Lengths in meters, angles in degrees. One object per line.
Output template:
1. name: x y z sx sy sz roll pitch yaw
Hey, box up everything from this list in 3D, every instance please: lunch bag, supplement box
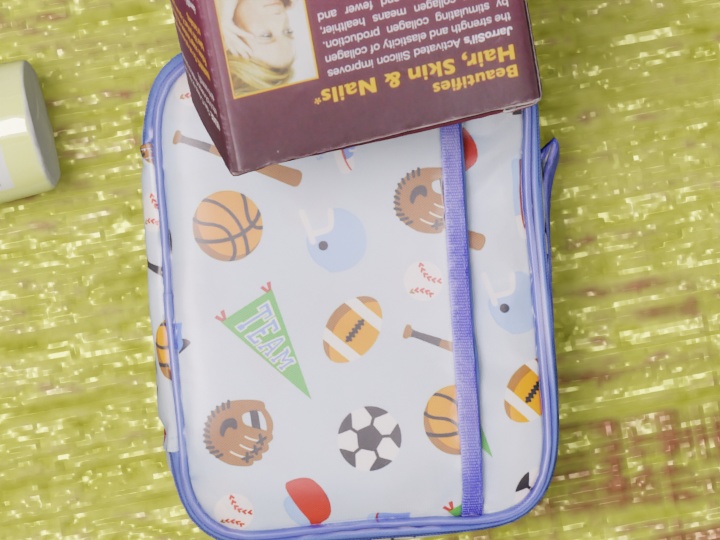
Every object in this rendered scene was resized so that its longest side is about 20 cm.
1. lunch bag: 0.000 0.000 0.940 0.159 0.076 0.201 -3 91 -4
2. supplement box: -0.017 -0.146 0.827 0.110 0.086 0.201 -14 113 -9

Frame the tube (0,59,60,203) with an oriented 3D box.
1. tube: -0.216 -0.034 0.949 0.199 0.052 0.058 -14 49 2
